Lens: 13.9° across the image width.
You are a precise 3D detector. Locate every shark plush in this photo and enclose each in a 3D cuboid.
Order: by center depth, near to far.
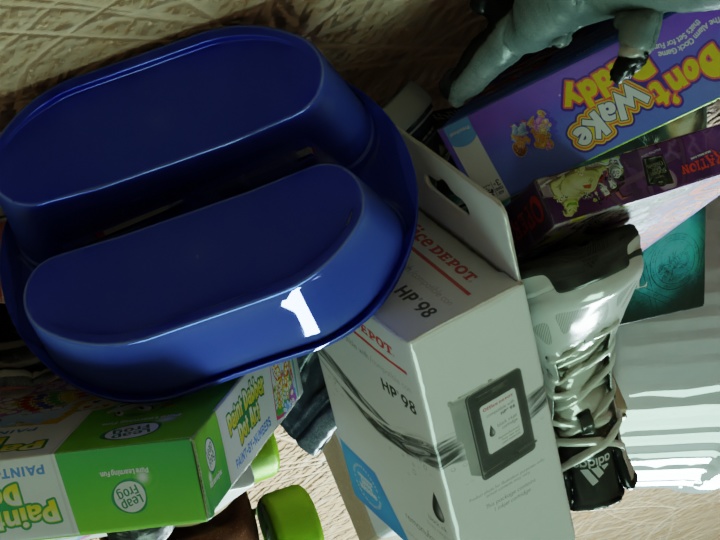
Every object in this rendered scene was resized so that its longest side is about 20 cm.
[{"bbox_3d":[0.109,-0.123,1.298,0.199,0.084,0.091,-24,165,22],"label":"shark plush"}]

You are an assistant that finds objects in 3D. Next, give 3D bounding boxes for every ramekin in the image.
[{"bbox_3d":[0.150,0.034,1.724,0.097,0.202,0.200,-5,162,-20],"label":"ramekin"}]

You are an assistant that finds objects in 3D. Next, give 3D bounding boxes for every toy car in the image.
[{"bbox_3d":[-0.122,0.110,1.875,0.163,0.158,0.201,-18,137,-15],"label":"toy car"}]

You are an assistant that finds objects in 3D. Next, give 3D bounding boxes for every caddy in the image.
[{"bbox_3d":[-0.073,-0.023,1.336,0.199,0.142,0.105,-18,162,4],"label":"caddy"}]

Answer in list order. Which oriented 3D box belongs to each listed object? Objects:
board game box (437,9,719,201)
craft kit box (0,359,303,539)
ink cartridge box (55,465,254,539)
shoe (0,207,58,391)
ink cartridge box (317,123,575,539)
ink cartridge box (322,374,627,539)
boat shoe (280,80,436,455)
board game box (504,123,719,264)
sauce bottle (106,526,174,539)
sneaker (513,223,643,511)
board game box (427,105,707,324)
[{"bbox_3d":[0.147,-0.106,1.386,0.199,0.045,0.134,-25,-171,28],"label":"board game box"},{"bbox_3d":[-0.145,0.079,1.393,0.199,0.049,0.198,-7,-165,13],"label":"craft kit box"},{"bbox_3d":[-0.173,0.094,1.701,0.199,0.117,0.067,-7,163,-34],"label":"ink cartridge box"},{"bbox_3d":[-0.123,0.000,1.420,0.199,0.091,0.072,-16,129,3],"label":"shoe"},{"bbox_3d":[0.031,0.042,1.402,0.066,0.116,0.201,-27,126,-19],"label":"ink cartridge box"},{"bbox_3d":[0.044,0.048,1.688,0.075,0.166,0.200,-14,166,-36],"label":"ink cartridge box"},{"bbox_3d":[0.000,0.000,1.478,0.201,0.091,0.071,-52,178,31],"label":"boat shoe"},{"bbox_3d":[0.104,-0.018,1.447,0.119,0.032,0.200,-22,171,-23],"label":"board game box"},{"bbox_3d":[-0.137,0.069,1.569,0.064,0.065,0.201,-17,133,-2],"label":"sauce bottle"},{"bbox_3d":[0.113,0.052,1.420,0.075,0.116,0.201,-20,169,-10],"label":"sneaker"},{"bbox_3d":[0.094,-0.028,1.560,0.199,0.136,0.028,-13,-156,-24],"label":"board game box"}]
